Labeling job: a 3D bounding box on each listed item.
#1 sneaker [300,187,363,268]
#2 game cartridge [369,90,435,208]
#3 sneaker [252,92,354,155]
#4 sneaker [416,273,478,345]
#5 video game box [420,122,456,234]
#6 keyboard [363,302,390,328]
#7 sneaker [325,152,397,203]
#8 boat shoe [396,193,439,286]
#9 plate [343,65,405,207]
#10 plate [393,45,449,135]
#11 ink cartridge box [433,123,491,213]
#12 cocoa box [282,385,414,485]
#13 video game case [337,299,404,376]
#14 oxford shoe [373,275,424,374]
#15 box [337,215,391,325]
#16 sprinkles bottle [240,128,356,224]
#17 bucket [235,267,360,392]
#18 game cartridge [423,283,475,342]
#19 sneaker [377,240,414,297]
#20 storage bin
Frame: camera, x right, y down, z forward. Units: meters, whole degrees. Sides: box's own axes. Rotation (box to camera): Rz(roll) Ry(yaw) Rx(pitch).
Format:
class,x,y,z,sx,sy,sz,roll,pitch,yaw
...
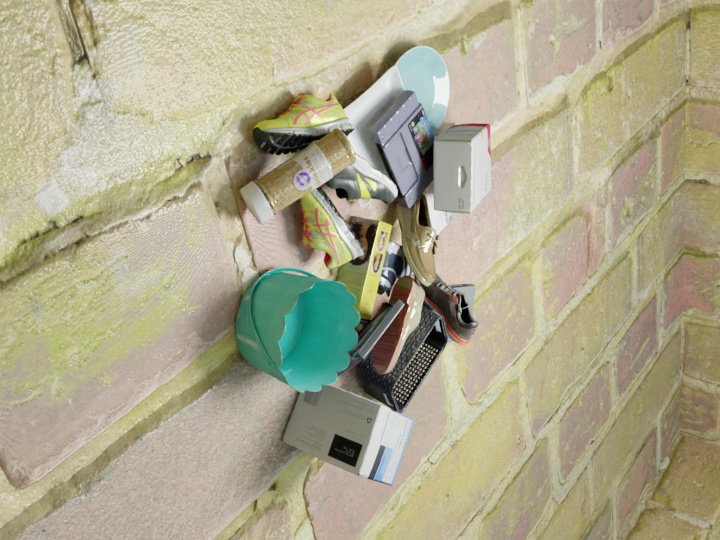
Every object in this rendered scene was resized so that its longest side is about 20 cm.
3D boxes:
class,x,y,z,sx,sy,sz,roll,pitch,yaw
sneaker,-0.077,-0.082,1.366,0.089,0.078,0.201,-34,115,4
game cartridge,0.097,-0.239,1.507,0.130,0.038,0.201,-46,135,-18
sneaker,-0.107,-0.258,1.305,0.198,0.078,0.092,-16,83,-40
sneaker,0.200,0.062,1.671,0.076,0.202,0.082,-13,149,-39
video game box,0.164,-0.194,1.668,0.182,0.046,0.203,-41,129,-35
keyboard,0.079,0.111,1.648,0.199,0.039,0.106,-28,121,-45
sneaker,-0.007,-0.164,1.408,0.085,0.074,0.199,-55,139,4
boat shoe,0.124,-0.068,1.544,0.074,0.066,0.204,23,47,-51
plate,0.026,-0.259,1.472,0.200,0.032,0.202,-45,133,-24
plate,0.111,-0.357,1.560,0.198,0.025,0.204,-20,120,-40
ink cartridge box,0.215,-0.217,1.580,0.200,0.084,0.151,-40,131,-61
cocoa box,-0.022,0.306,1.446,0.131,0.197,0.136,34,73,-50
video game case,0.002,0.141,1.463,0.019,0.200,0.143,41,59,-3
oxford shoe,0.085,0.117,1.518,0.073,0.070,0.204,31,75,-40
box,0.000,0.000,1.495,0.050,0.074,0.205,14,88,-53
sprinkles bottle,-0.103,-0.158,1.267,0.198,0.068,0.069,-34,129,-10
bucket,-0.113,0.100,1.330,0.205,0.133,0.212,-18,114,-48
game cartridge,0.209,0.103,1.812,0.198,0.041,0.137,-4,99,-51
sneaker,0.074,0.005,1.592,0.199,0.069,0.111,23,87,-55
storage bin,0.091,0.180,1.603,0.201,0.093,0.136,-54,152,-20
